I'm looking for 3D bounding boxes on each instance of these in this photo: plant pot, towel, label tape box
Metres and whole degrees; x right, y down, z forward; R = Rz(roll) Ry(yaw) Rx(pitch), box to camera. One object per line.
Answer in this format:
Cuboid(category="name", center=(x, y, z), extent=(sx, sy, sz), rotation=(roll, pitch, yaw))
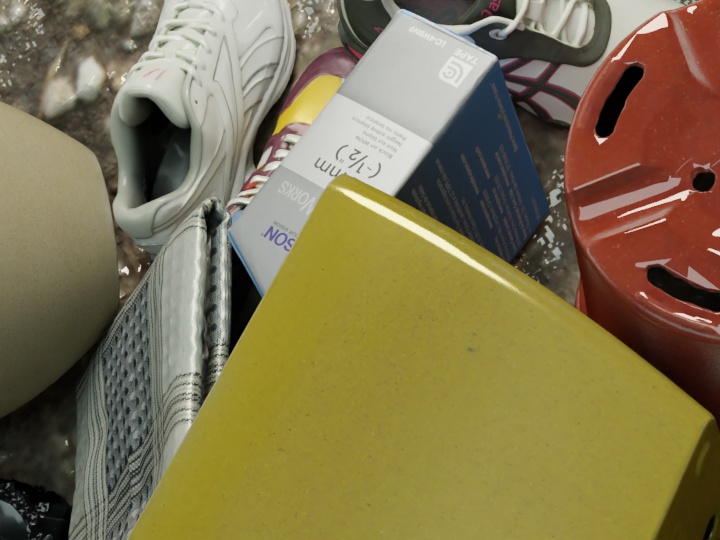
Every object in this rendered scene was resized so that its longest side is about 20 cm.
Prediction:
Cuboid(category="plant pot", center=(-0.202, -0.009, 0.864), extent=(0.133, 0.200, 0.202), rotation=(-8, 70, -17))
Cuboid(category="towel", center=(-0.111, 0.095, 0.787), extent=(0.193, 0.034, 0.202), rotation=(-47, 38, 48))
Cuboid(category="plant pot", center=(0.173, -0.011, 0.691), extent=(0.199, 0.195, 0.203), rotation=(-6, 69, 16))
Cuboid(category="plant pot", center=(0.047, 0.114, 0.663), extent=(0.175, 0.200, 0.201), rotation=(19, 69, 29))
Cuboid(category="label tape box", center=(0.000, 0.000, 0.770), extent=(0.066, 0.143, 0.200), rotation=(32, 76, 29))

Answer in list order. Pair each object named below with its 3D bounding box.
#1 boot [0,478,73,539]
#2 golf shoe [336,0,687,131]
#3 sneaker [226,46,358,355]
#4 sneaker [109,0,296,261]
Cuboid(category="boot", center=(-0.251, 0.184, 0.879), extent=(0.196, 0.073, 0.164), rotation=(10, 83, 15))
Cuboid(category="golf shoe", center=(0.085, -0.117, 0.807), extent=(0.198, 0.088, 0.078), rotation=(8, 84, 2))
Cuboid(category="sneaker", center=(-0.033, -0.028, 0.841), extent=(0.074, 0.090, 0.202), rotation=(10, 81, 22))
Cuboid(category="sneaker", center=(-0.090, -0.101, 0.875), extent=(0.077, 0.099, 0.202), rotation=(0, 77, 20))
